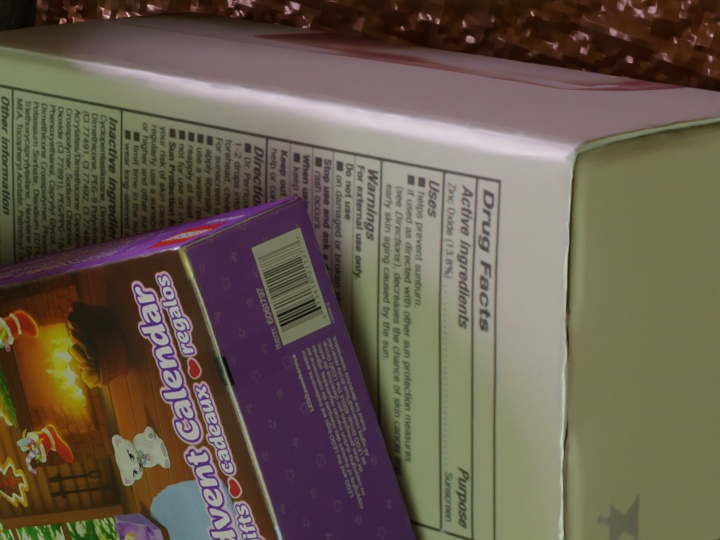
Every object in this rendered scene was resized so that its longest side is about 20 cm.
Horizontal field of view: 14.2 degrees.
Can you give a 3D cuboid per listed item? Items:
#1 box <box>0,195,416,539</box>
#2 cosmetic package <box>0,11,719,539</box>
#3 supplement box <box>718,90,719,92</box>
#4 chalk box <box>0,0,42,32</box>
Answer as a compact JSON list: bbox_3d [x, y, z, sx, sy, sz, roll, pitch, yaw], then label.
[{"bbox_3d":[-0.038,0.091,0.662,0.137,0.039,0.200,-11,99,49],"label":"box"},{"bbox_3d":[0.000,0.000,0.684,0.200,0.087,0.104,15,109,42],"label":"cosmetic package"},{"bbox_3d":[0.068,0.028,0.746,0.069,0.067,0.200,36,128,-5],"label":"supplement box"},{"bbox_3d":[-0.169,-0.032,0.723,0.124,0.200,0.125,13,87,23],"label":"chalk box"}]
